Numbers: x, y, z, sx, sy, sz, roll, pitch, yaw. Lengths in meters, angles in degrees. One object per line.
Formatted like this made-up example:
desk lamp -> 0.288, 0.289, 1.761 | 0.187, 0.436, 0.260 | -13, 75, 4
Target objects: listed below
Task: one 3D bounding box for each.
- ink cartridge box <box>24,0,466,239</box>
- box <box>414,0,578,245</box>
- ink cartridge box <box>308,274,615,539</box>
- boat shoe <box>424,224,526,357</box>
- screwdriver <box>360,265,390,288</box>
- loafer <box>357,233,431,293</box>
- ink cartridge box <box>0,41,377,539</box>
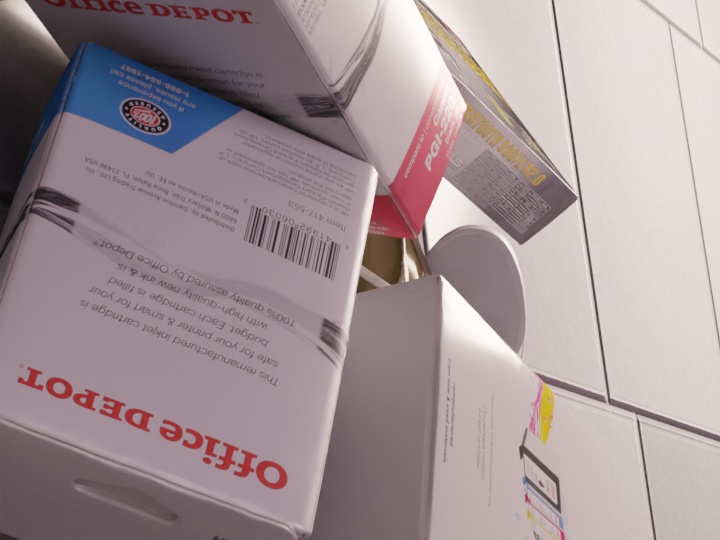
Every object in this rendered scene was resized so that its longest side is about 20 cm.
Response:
ink cartridge box -> -0.054, -0.109, 0.929 | 0.200, 0.145, 0.085 | 55, 51, -52
box -> 0.030, -0.118, 1.174 | 0.200, 0.048, 0.159 | 37, 16, -50
ink cartridge box -> 0.022, 0.123, 1.005 | 0.200, 0.147, 0.145 | 44, 40, -46
boat shoe -> 0.057, 0.066, 1.160 | 0.065, 0.073, 0.201 | -64, 162, -72
screwdriver -> 0.000, 0.000, 1.033 | 0.200, 0.028, 0.029 | 35, 5, 9
loafer -> -0.007, -0.021, 1.109 | 0.067, 0.076, 0.200 | 46, 27, -35
ink cartridge box -> -0.085, 0.022, 0.854 | 0.146, 0.086, 0.200 | 23, 50, -14
